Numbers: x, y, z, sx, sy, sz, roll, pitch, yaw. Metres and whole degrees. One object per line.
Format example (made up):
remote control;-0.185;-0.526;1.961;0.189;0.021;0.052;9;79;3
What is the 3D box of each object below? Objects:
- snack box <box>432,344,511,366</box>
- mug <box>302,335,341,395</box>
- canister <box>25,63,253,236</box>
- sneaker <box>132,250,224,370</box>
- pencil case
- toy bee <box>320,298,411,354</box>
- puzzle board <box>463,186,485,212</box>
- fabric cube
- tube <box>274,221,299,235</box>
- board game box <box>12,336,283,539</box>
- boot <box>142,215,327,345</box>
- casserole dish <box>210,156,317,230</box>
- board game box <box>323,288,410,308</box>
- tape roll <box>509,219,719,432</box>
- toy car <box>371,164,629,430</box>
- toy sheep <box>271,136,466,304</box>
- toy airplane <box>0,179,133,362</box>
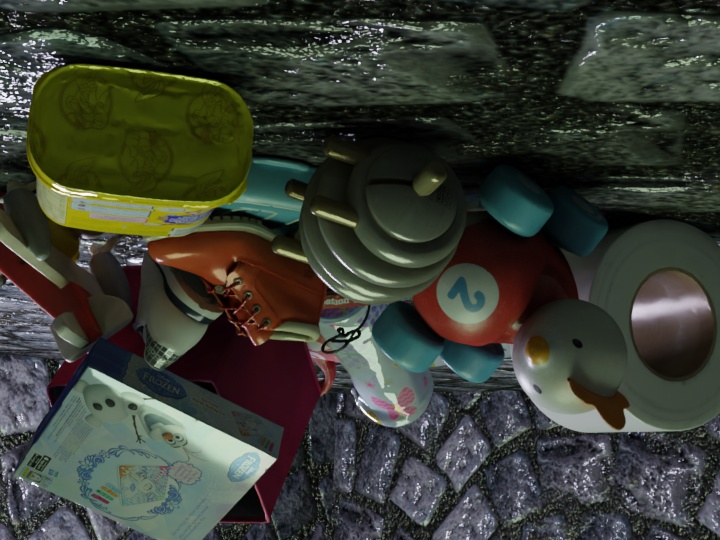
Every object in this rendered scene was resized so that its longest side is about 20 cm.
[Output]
snack box;0.105;0.039;1.471;0.198;0.053;0.143;-9;137;21
mug;-0.103;0.053;1.540;0.198;0.179;0.133;6;178;9
canister;-0.164;-0.078;0.976;0.147;0.087;0.200;5;172;-13
sneaker;-0.189;0.029;1.303;0.076;0.081;0.200;31;-173;-17
pencil case;0.009;0.080;1.437;0.090;0.084;0.201;2;141;28
toy bee;0.050;-0.010;1.236;0.199;0.110;0.131;-27;-164;-25
puzzle board;0.103;-0.048;1.310;0.150;0.018;0.199;-3;170;37
fabric cube;-0.179;0.126;1.432;0.198;0.200;0.197;-3;127;21
tube;-0.083;-0.041;1.323;0.198;0.051;0.077;-2;-170;18
board game box;-0.207;0.175;1.305;0.198;0.044;0.200;29;131;-15
boot;-0.108;0.010;1.211;0.199;0.108;0.075;12;167;-38
casserole dish;-0.107;-0.064;1.207;0.120;0.039;0.200;7;170;-27
board game box;0.000;0.000;1.355;0.198;0.020;0.103;-4;-148;-19
tape roll;0.265;0.058;1.335;0.201;0.205;0.139;7;170;-26
toy car;0.148;0.051;1.115;0.176;0.185;0.200;14;-150;-49
toy sheep;0.014;-0.040;1.036;0.137;0.139;0.200;6;165;-20
toy airplane;-0.282;-0.009;1.287;0.199;0.141;0.200;40;173;-18
